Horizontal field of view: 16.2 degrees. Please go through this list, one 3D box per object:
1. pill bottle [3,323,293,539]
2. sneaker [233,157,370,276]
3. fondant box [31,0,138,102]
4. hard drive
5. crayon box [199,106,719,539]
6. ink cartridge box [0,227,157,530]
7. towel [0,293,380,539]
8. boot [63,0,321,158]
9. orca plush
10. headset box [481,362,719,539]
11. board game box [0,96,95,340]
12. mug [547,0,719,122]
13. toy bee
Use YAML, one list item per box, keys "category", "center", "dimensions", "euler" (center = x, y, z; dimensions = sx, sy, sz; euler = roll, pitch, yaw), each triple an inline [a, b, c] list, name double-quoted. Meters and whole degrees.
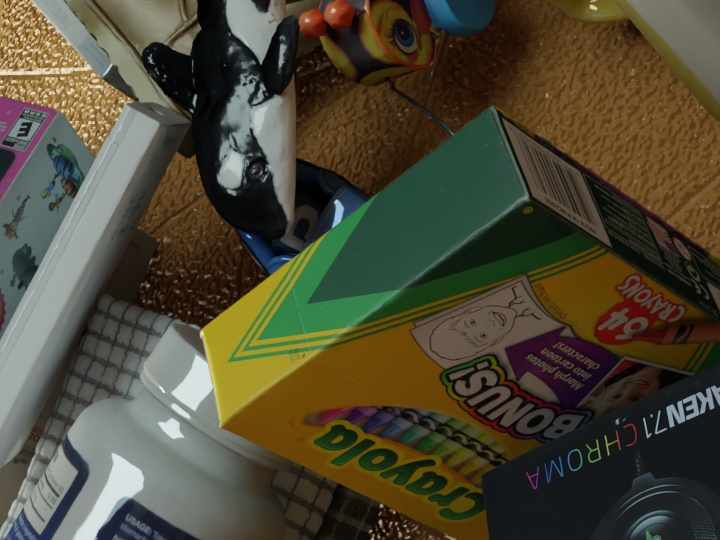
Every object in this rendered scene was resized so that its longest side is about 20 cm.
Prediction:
- category: "pill bottle"
  center: [-0.104, 0.130, 1.165]
  dimensions: [0.111, 0.111, 0.201]
  euler: [37, 98, 46]
- category: "sneaker"
  center: [0.000, 0.000, 1.272]
  dimensions: [0.200, 0.082, 0.074]
  euler: [32, 90, 46]
- category: "fondant box"
  center: [-0.107, -0.214, 1.500]
  dimensions: [0.200, 0.058, 0.144]
  euler: [-52, 44, 7]
- category: "hard drive"
  center: [-0.149, 0.008, 1.299]
  dimensions: [0.201, 0.026, 0.132]
  euler: [-61, 0, 4]
- category: "crayon box"
  center: [0.059, 0.035, 1.113]
  dimensions: [0.172, 0.199, 0.059]
  euler: [-38, 48, 22]
- category: "ink cartridge box"
  center: [-0.221, 0.050, 1.449]
  dimensions: [0.146, 0.083, 0.201]
  euler: [11, 77, 45]
- category: "towel"
  center: [-0.081, 0.119, 1.287]
  dimensions: [0.199, 0.085, 0.167]
  euler: [16, 82, 44]
- category: "boot"
  center: [-0.061, -0.182, 1.393]
  dimensions: [0.200, 0.066, 0.176]
  euler: [-39, 75, 7]
- category: "orca plush"
  center: [-0.071, -0.115, 1.250]
  dimensions: [0.105, 0.070, 0.202]
  euler: [162, 109, -78]
- category: "headset box"
  center: [0.152, 0.156, 1.043]
  dimensions: [0.173, 0.093, 0.201]
  euler: [-27, 53, 31]
- category: "board game box"
  center: [-0.248, -0.002, 1.334]
  dimensions: [0.147, 0.064, 0.201]
  euler: [14, 63, 32]
- category: "mug"
  center: [0.157, -0.145, 1.150]
  dimensions: [0.186, 0.153, 0.150]
  euler: [-35, 50, 25]
- category: "toy bee"
  center: [0.018, -0.138, 1.260]
  dimensions: [0.131, 0.108, 0.201]
  euler: [-38, 56, 27]
